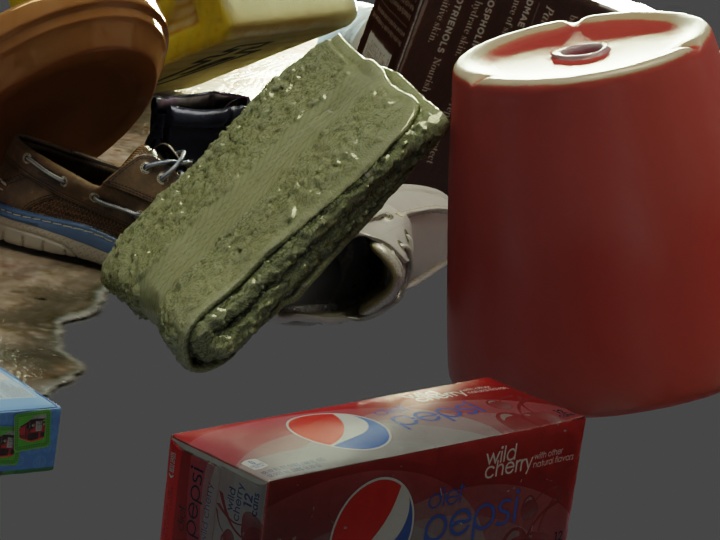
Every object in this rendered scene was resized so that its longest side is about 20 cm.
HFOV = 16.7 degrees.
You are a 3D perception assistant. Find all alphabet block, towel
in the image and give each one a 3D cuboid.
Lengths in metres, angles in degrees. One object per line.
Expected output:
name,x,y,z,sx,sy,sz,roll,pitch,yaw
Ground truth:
alphabet block,-0.151,-0.251,1.940,0.196,0.196,0.200,-20,-3,31
towel,-0.052,-0.041,1.357,0.036,0.200,0.148,47,-5,-34

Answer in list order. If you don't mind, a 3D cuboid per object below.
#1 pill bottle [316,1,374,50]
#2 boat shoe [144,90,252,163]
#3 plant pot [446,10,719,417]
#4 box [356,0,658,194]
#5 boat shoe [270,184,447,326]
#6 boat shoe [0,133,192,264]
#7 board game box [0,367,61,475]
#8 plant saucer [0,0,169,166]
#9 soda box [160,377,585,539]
pill bottle,0.060,-0.156,1.973,0.111,0.111,0.200,-6,21,-44
boat shoe,-0.053,-0.066,1.602,0.199,0.093,0.075,0,17,-28
plant pot,0.133,-0.039,1.338,0.200,0.178,0.200,-10,17,3
box,0.105,-0.130,1.720,0.199,0.165,0.166,18,11,-13
boat shoe,0.000,0.000,1.441,0.069,0.071,0.200,22,29,40
boat shoe,-0.131,-0.039,1.494,0.199,0.073,0.072,10,16,8
board game box,-0.261,0.060,1.118,0.199,0.037,0.151,-2,17,-36
plant saucer,-0.204,-0.103,1.539,0.200,0.200,0.038,-10,61,-50
soda box,0.008,0.097,1.061,0.200,0.070,0.063,-7,20,-45
